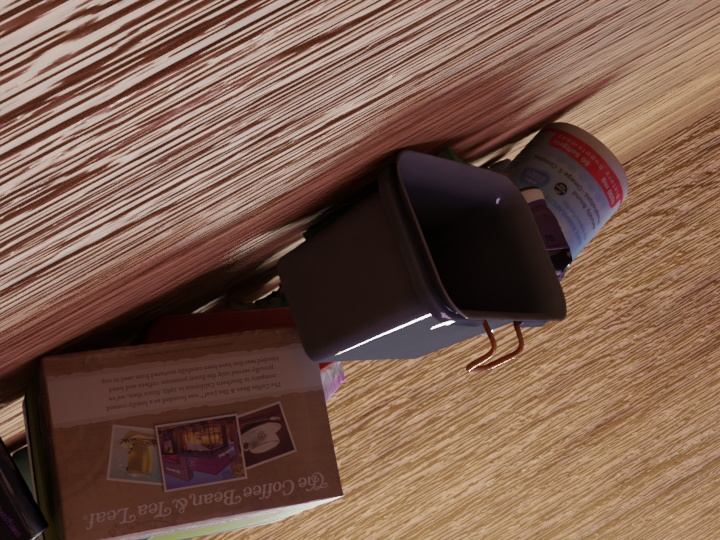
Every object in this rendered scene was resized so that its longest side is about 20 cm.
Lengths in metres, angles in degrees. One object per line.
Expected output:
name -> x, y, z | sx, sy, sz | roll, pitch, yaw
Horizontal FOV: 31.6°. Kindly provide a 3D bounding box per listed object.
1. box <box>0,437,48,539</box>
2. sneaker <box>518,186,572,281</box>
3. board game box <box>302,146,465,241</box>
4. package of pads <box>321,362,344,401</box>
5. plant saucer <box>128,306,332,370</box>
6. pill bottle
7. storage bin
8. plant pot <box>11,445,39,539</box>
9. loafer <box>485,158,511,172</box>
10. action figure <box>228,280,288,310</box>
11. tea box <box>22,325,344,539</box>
box -> -0.318, 0.176, 0.822 | 0.199, 0.106, 0.122 | -29, 178, -13
sneaker -> 0.082, 0.011, 1.064 | 0.199, 0.088, 0.076 | -27, 166, 0
board game box -> 0.045, -0.038, 1.067 | 0.134, 0.029, 0.200 | -30, 165, 12
package of pads -> -0.126, 0.119, 1.330 | 0.199, 0.076, 0.120 | -9, -175, 15
plant saucer -> -0.114, 0.069, 1.079 | 0.199, 0.037, 0.200 | -3, 164, -24
pill bottle -> 0.155, -0.038, 1.206 | 0.200, 0.109, 0.109 | -48, -178, -16
storage bin -> 0.044, 0.014, 0.933 | 0.134, 0.146, 0.200 | -29, 163, 29
plant pot -> -0.396, 0.299, 1.395 | 0.195, 0.201, 0.200 | -17, 170, -32
loafer -> 0.113, -0.056, 1.361 | 0.072, 0.063, 0.200 | -27, 176, -27
action figure -> -0.084, 0.039, 1.188 | 0.118, 0.055, 0.200 | -25, 178, -36
tea box -> -0.142, 0.134, 0.961 | 0.199, 0.134, 0.197 | -6, 167, -21
